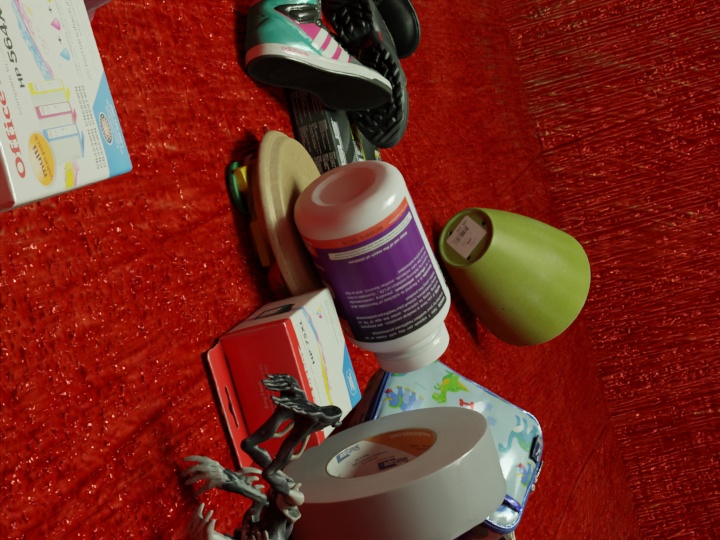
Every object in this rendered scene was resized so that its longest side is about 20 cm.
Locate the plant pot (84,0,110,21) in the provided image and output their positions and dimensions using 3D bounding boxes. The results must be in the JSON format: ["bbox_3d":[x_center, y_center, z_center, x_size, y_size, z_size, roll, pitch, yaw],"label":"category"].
[{"bbox_3d":[-0.195,-0.271,1.172,0.200,0.179,0.200,-13,90,-75],"label":"plant pot"}]

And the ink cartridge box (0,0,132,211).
[{"bbox_3d":[-0.237,-0.090,0.958,0.200,0.125,0.129,-39,114,-74],"label":"ink cartridge box"}]

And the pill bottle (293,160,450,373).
[{"bbox_3d":[0.018,0.000,1.628,0.113,0.112,0.200,-81,152,-56],"label":"pill bottle"}]

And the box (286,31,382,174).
[{"bbox_3d":[-0.031,-0.179,1.927,0.193,0.047,0.200,14,62,-75],"label":"box"}]

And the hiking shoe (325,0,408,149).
[{"bbox_3d":[0.023,-0.230,1.942,0.101,0.076,0.200,27,48,-65],"label":"hiking shoe"}]

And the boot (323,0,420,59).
[{"bbox_3d":[0.009,-0.344,2.153,0.211,0.079,0.158,57,14,-22],"label":"boot"}]

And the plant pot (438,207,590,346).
[{"bbox_3d":[0.202,-0.010,2.414,0.200,0.187,0.187,31,44,-48],"label":"plant pot"}]

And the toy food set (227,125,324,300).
[{"bbox_3d":[-0.069,-0.047,1.668,0.200,0.049,0.198,-40,115,-73],"label":"toy food set"}]

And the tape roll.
[{"bbox_3d":[0.027,0.192,1.503,0.200,0.200,0.066,-57,132,-70],"label":"tape roll"}]

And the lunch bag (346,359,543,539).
[{"bbox_3d":[0.087,0.188,1.740,0.200,0.082,0.161,33,50,-8],"label":"lunch bag"}]

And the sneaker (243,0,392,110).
[{"bbox_3d":[-0.049,-0.248,1.797,0.200,0.084,0.121,15,60,-45],"label":"sneaker"}]

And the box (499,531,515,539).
[{"bbox_3d":[0.099,0.264,1.888,0.200,0.100,0.075,53,26,-56],"label":"box"}]

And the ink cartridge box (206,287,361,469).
[{"bbox_3d":[-0.066,0.095,1.508,0.200,0.067,0.116,-41,116,-73],"label":"ink cartridge box"}]

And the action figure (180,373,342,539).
[{"bbox_3d":[-0.090,0.180,1.289,0.200,0.102,0.119,-69,-157,11],"label":"action figure"}]
